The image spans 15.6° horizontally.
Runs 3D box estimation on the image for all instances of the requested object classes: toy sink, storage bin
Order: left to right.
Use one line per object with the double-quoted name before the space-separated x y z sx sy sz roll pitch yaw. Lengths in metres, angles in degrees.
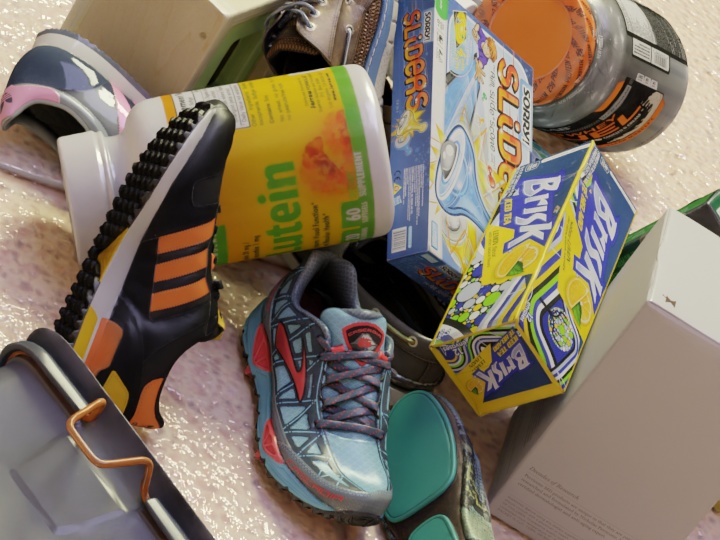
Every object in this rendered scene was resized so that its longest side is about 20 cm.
"storage bin" -0.179 0.141 1.363 0.134 0.146 0.200 -19 59 -40
"toy sink" -0.101 -0.180 1.840 0.112 0.131 0.200 42 32 12

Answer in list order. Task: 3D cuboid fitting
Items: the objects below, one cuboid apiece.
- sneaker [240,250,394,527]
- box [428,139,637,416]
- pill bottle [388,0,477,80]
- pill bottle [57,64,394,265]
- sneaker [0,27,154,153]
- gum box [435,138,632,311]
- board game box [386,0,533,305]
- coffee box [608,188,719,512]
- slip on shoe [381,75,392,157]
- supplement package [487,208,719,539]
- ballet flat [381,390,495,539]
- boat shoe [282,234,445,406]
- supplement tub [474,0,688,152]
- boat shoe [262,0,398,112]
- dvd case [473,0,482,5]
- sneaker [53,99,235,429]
"sneaker" -0.020 0.067 1.625 0.079 0.096 0.200 11 39 -31
"box" 0.116 0.003 1.710 0.064 0.070 0.200 55 36 -23
"pill bottle" -0.015 -0.220 1.969 0.200 0.112 0.111 36 32 12
"pill bottle" -0.086 -0.060 1.656 0.199 0.111 0.111 -10 45 -6
"sneaker" -0.150 -0.070 1.731 0.200 0.070 0.082 34 56 -4
"gum box" 0.084 -0.045 1.910 0.170 0.045 0.200 43 33 13
"board game box" 0.069 -0.074 1.774 0.135 0.034 0.201 34 50 -49
"coffee box" 0.248 0.055 1.799 0.201 0.123 0.044 60 33 -5
"slip on shoe" -0.004 -0.125 1.850 0.076 0.061 0.200 4 27 -16
"supplement package" 0.187 0.086 1.690 0.119 0.200 0.121 31 33 -5
"ballet flat" 0.054 0.161 1.614 0.074 0.074 0.200 20 37 -22
"boat shoe" 0.002 0.000 1.763 0.072 0.060 0.202 0 46 -40
"supplement tub" 0.165 -0.162 2.014 0.123 0.123 0.200 50 16 22
"boat shoe" -0.023 -0.150 1.752 0.072 0.072 0.201 11 73 -40
"dvd case" 0.025 -0.219 2.108 0.199 0.016 0.149 -5 51 -45
"sneaker" -0.111 -0.001 1.570 0.090 0.201 0.070 29 -5 -19
